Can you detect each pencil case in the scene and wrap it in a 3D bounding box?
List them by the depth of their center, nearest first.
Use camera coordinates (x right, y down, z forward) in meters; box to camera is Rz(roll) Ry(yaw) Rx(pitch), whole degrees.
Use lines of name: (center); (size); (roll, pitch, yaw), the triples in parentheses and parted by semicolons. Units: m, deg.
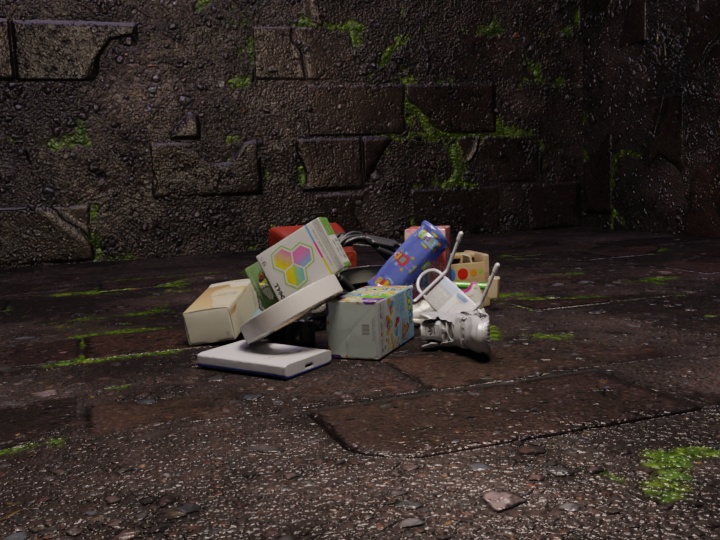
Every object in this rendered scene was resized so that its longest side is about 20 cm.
pencil case: (0.102, -0.011, 1.672); (0.078, 0.200, 0.087); (43, 0, 31)

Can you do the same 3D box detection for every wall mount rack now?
wall mount rack: (0.189, 0.031, 1.562); (0.200, 0.174, 0.075); (46, 1, 38)

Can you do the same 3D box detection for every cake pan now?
cake pan: (0.021, 0.028, 1.836); (0.198, 0.037, 0.200); (-3, -13, -1)

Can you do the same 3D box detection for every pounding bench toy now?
pounding bench toy: (0.227, 0.027, 1.863); (0.154, 0.126, 0.200); (-4, 7, -15)

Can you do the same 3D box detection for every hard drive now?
hard drive: (-0.169, 0.154, 1.372); (0.198, 0.026, 0.131); (3, 8, 33)

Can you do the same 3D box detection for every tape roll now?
tape roll: (-0.125, 0.071, 1.413); (0.201, 0.037, 0.203); (-30, -3, -2)

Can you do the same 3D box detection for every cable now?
cable: (0.000, 0.000, 1.715); (0.198, 0.165, 0.051); (9, 10, -19)

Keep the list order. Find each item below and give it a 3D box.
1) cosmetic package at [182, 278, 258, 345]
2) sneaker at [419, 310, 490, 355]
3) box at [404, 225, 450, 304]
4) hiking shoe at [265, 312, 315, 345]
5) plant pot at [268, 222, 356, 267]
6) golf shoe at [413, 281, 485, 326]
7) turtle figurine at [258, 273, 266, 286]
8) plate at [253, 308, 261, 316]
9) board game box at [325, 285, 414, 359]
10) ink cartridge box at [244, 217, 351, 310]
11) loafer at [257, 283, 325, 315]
cosmetic package: (-0.289, 0.083, 1.641); (0.104, 0.072, 0.200); (-9, 15, 8)
sneaker: (0.168, 0.113, 1.410); (0.113, 0.076, 0.200); (-3, 2, -2)
box: (0.154, 0.003, 1.769); (0.093, 0.203, 0.103); (0, 7, 13)
hiking shoe: (-0.160, 0.097, 1.579); (0.100, 0.077, 0.200); (-8, 17, -19)
plant pot: (-0.108, 0.001, 1.974); (0.198, 0.202, 0.176); (-6, 17, -28)
golf shoe: (0.169, 0.070, 1.681); (0.197, 0.093, 0.075); (-4, 9, -4)
turtle figurine: (-0.212, 0.045, 1.835); (0.198, 0.065, 0.162); (-12, -27, -6)
plate: (-0.205, 0.110, 1.743); (0.197, 0.026, 0.200); (-3, 8, 0)
board game box: (0.022, 0.093, 1.477); (0.102, 0.106, 0.200); (0, 7, 22)
ink cartridge box: (-0.128, -0.005, 1.472); (0.199, 0.105, 0.059); (-30, -4, 14)
loafer: (-0.140, 0.070, 1.710); (0.198, 0.076, 0.069); (6, -2, 34)
